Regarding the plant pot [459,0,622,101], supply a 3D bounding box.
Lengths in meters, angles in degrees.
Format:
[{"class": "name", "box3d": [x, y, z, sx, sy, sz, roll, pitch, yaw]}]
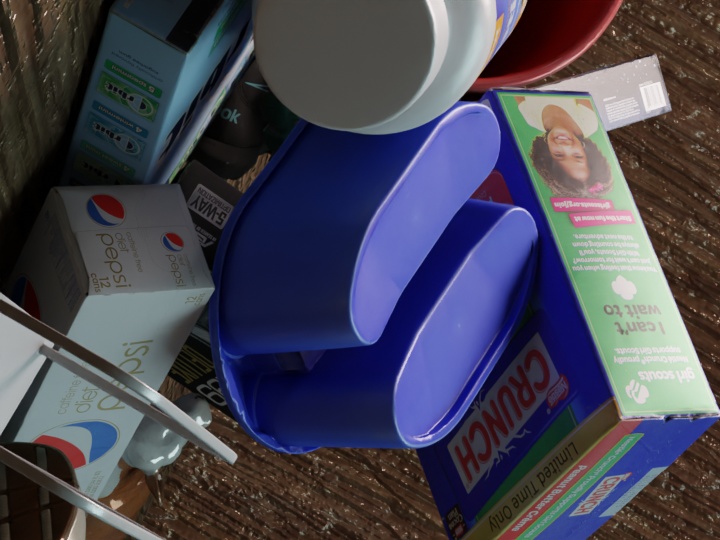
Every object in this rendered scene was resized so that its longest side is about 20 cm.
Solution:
[{"class": "plant pot", "box3d": [0.039, -0.180, 1.615, 0.201, 0.200, 0.177, -59, -172, -17]}]

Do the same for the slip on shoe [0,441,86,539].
[{"class": "slip on shoe", "box3d": [-0.157, 0.154, 1.210, 0.200, 0.076, 0.061, -101, -168, -54]}]

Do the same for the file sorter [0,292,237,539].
[{"class": "file sorter", "box3d": [-0.155, 0.113, 1.062, 0.200, 0.124, 0.139, -60, 159, -8]}]

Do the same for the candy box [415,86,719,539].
[{"class": "candy box", "box3d": [0.086, 0.033, 1.451, 0.077, 0.200, 0.169, -3, 150, -34]}]

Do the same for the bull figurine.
[{"class": "bull figurine", "box3d": [-0.146, 0.122, 1.487, 0.200, 0.065, 0.121, -50, -179, 21]}]

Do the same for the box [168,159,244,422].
[{"class": "box", "box3d": [-0.066, 0.023, 1.490, 0.050, 0.158, 0.200, -59, -168, -20]}]

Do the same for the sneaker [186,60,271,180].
[{"class": "sneaker", "box3d": [-0.058, -0.107, 1.586, 0.079, 0.075, 0.200, -63, 178, 16]}]

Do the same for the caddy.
[{"class": "caddy", "box3d": [0.000, 0.000, 1.336, 0.200, 0.105, 0.142, -54, 135, -40]}]

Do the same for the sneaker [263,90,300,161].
[{"class": "sneaker", "box3d": [-0.002, -0.116, 1.445, 0.074, 0.087, 0.201, -146, -127, -66]}]

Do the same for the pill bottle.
[{"class": "pill bottle", "box3d": [0.013, -0.126, 1.270, 0.112, 0.112, 0.200, -61, 179, 20]}]

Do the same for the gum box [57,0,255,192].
[{"class": "gum box", "box3d": [-0.080, -0.116, 1.320, 0.170, 0.044, 0.200, -59, 177, -32]}]

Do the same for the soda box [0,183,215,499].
[{"class": "soda box", "box3d": [-0.139, 0.042, 1.333, 0.200, 0.068, 0.064, -58, -136, 48]}]

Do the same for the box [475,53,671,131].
[{"class": "box", "box3d": [0.071, -0.080, 1.617, 0.136, 0.038, 0.200, -13, -176, 41]}]
